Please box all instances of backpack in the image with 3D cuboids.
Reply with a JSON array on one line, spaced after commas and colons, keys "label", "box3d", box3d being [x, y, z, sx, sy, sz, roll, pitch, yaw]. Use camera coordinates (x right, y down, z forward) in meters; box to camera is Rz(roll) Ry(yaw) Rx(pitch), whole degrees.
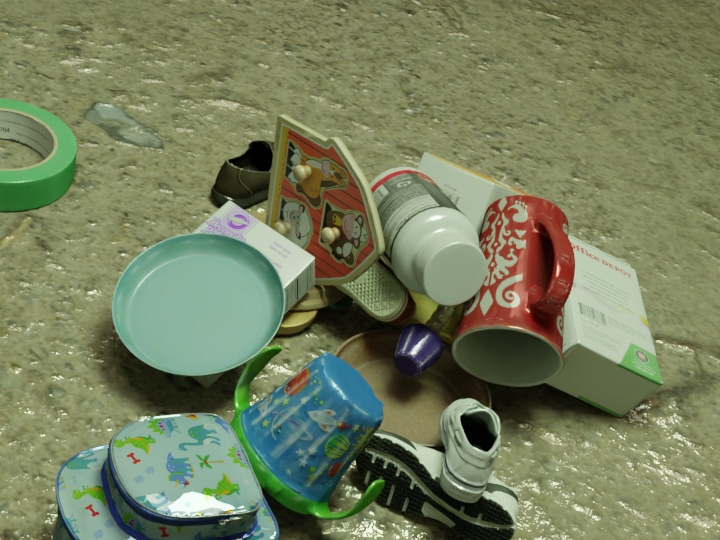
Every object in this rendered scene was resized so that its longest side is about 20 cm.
[{"label": "backpack", "box3d": [-0.194, 0.234, 1.322, 0.198, 0.148, 0.184, -7, 38, -24]}]

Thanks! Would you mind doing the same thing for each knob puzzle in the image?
[{"label": "knob puzzle", "box3d": [-0.049, -0.067, 1.649, 0.030, 0.221, 0.219, -19, 48, -41]}]

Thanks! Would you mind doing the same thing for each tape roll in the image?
[{"label": "tape roll", "box3d": [-0.478, -0.156, 1.811, 0.198, 0.049, 0.202, 10, 37, -8]}]

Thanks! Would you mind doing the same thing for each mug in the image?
[{"label": "mug", "box3d": [0.207, 0.016, 1.641, 0.133, 0.176, 0.202, 42, 47, -37]}]

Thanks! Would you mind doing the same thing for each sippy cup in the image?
[{"label": "sippy cup", "box3d": [-0.048, 0.164, 1.442, 0.178, 0.130, 0.140, 42, 15, -13]}]

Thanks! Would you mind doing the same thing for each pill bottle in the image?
[{"label": "pill bottle", "box3d": [0.077, -0.039, 1.650, 0.109, 0.112, 0.200, 0, 26, -21]}]

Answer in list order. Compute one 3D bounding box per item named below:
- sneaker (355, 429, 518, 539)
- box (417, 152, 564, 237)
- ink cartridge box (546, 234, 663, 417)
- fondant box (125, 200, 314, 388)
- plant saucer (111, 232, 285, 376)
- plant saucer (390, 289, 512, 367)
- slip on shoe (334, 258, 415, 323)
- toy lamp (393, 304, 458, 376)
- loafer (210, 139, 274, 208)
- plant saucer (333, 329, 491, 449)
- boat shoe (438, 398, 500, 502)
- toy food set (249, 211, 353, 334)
[{"label": "sneaker", "box3d": [0.085, 0.235, 1.509, 0.198, 0.074, 0.080, 29, 23, 10]}, {"label": "box", "box3d": [0.164, -0.074, 1.829, 0.124, 0.098, 0.199, 27, 8, 35]}, {"label": "ink cartridge box", "box3d": [0.289, 0.065, 1.733, 0.144, 0.088, 0.202, 24, 41, -25]}, {"label": "fondant box", "box3d": [-0.170, 0.025, 1.634, 0.144, 0.059, 0.200, 33, 57, 22]}, {"label": "plant saucer", "box3d": [-0.185, 0.042, 1.567, 0.197, 0.028, 0.202, 1, 53, -2]}, {"label": "plant saucer", "box3d": [0.137, 0.051, 1.778, 0.198, 0.049, 0.200, 24, 36, 11]}, {"label": "slip on shoe", "box3d": [0.000, 0.000, 1.709, 0.200, 0.074, 0.061, 45, 6, 36]}, {"label": "toy lamp", "box3d": [0.098, 0.057, 1.669, 0.058, 0.059, 0.200, 27, 43, 14]}, {"label": "loafer", "box3d": [-0.126, -0.149, 1.918, 0.073, 0.072, 0.200, 32, 39, 21]}, {"label": "plant saucer", "box3d": [0.056, 0.148, 1.627, 0.198, 0.037, 0.201, 11, 37, -8]}, {"label": "boat shoe", "box3d": [0.128, 0.180, 1.491, 0.073, 0.067, 0.200, 23, 20, -6]}, {"label": "toy food set", "box3d": [-0.098, -0.006, 1.760, 0.197, 0.049, 0.200, -22, 50, -41]}]
